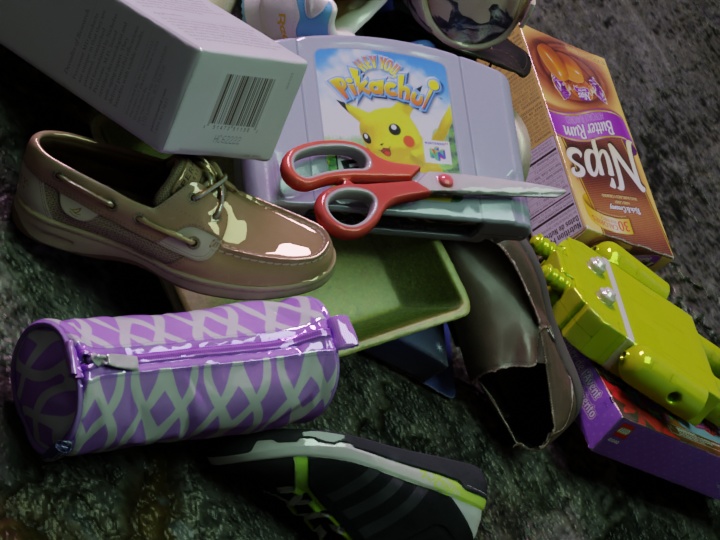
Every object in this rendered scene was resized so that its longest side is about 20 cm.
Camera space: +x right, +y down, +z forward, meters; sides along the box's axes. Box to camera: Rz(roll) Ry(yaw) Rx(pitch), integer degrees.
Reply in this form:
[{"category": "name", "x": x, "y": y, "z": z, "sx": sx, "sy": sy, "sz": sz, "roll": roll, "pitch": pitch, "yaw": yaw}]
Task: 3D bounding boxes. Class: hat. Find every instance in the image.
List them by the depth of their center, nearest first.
[{"category": "hat", "x": 0.032, "y": -0.171, "z": 1.858, "sx": 0.201, "sy": 0.081, "sz": 0.201, "roll": 32, "pitch": 16, "yaw": -10}]

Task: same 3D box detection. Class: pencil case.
[{"category": "pencil case", "x": -0.106, "y": 0.057, "z": 1.449, "sx": 0.200, "sy": 0.086, "sz": 0.084, "roll": -6, "pitch": 61, "yaw": -38}, {"category": "pencil case", "x": 0.064, "y": -0.219, "z": 1.766, "sx": 0.089, "sy": 0.078, "sz": 0.200, "roll": 5, "pitch": 23, "yaw": -13}]

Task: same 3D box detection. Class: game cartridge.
[{"category": "game cartridge", "x": 0.012, "y": -0.088, "z": 1.624, "sx": 0.200, "sy": 0.040, "sz": 0.133, "roll": 4, "pitch": 60, "yaw": -23}]

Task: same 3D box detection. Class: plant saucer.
[{"category": "plant saucer", "x": -0.057, "y": -0.025, "z": 1.609, "sx": 0.200, "sy": 0.048, "sz": 0.200, "roll": -17, "pitch": 74, "yaw": -31}]

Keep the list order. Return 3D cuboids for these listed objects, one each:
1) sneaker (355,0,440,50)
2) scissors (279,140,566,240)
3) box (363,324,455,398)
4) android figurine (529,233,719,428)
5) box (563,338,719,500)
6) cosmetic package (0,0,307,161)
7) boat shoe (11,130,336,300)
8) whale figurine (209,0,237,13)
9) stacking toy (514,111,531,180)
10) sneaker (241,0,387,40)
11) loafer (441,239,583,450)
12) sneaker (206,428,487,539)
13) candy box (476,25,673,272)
[{"category": "sneaker", "x": 0.030, "y": -0.117, "z": 1.706, "sx": 0.075, "sy": 0.078, "sz": 0.200, "roll": -9, "pitch": 52, "yaw": -45}, {"category": "scissors", "x": 0.041, "y": -0.062, "z": 1.594, "sx": 0.200, "sy": 0.014, "sz": 0.073, "roll": -12, "pitch": 59, "yaw": -34}, {"category": "box", "x": 0.000, "y": 0.000, "z": 1.723, "sx": 0.200, "sy": 0.032, "sz": 0.121, "roll": 29, "pitch": 40, "yaw": -35}, {"category": "android figurine", "x": 0.203, "y": 0.041, "z": 1.850, "sx": 0.200, "sy": 0.041, "sz": 0.182, "roll": 35, "pitch": 21, "yaw": -20}, {"category": "box", "x": 0.222, "y": 0.101, "z": 1.875, "sx": 0.200, "sy": 0.039, "sz": 0.137, "roll": 23, "pitch": 28, "yaw": -40}, {"category": "cosmetic package", "x": -0.141, "y": -0.143, "z": 1.548, "sx": 0.200, "sy": 0.071, "sz": 0.101, "roll": 35, "pitch": 20, "yaw": 35}, {"category": "boat shoe", "x": -0.108, "y": -0.035, "z": 1.507, "sx": 0.200, "sy": 0.065, "sz": 0.071, "roll": 12, "pitch": 37, "yaw": -8}, {"category": "whale figurine", "x": -0.131, "y": -0.203, "z": 1.698, "sx": 0.159, "sy": 0.104, "sz": 0.200, "roll": 1, "pitch": 80, "yaw": -27}, {"category": "stacking toy", "x": 0.030, "y": -0.089, "z": 1.805, "sx": 0.200, "sy": 0.085, "sz": 0.085, "roll": 4, "pitch": 57, "yaw": -44}, {"category": "sneaker", "x": 0.001, "y": -0.224, "z": 1.702, "sx": 0.200, "sy": 0.081, "sz": 0.077, "roll": -60, "pitch": 137, "yaw": -25}, {"category": "loafer", "x": 0.100, "y": 0.042, "z": 1.732, "sx": 0.200, "sy": 0.073, "sz": 0.071, "roll": 58, "pitch": 25, "yaw": -24}, {"category": "sneaker", "x": -0.004, "y": 0.147, "z": 1.546, "sx": 0.200, "sy": 0.072, "sz": 0.083, "roll": 14, "pitch": 80, "yaw": -26}, {"category": "candy box", "x": 0.171, "y": -0.092, "z": 2.002, "sx": 0.117, "sy": 0.056, "sz": 0.200, "roll": 16, "pitch": 50, "yaw": -45}]
